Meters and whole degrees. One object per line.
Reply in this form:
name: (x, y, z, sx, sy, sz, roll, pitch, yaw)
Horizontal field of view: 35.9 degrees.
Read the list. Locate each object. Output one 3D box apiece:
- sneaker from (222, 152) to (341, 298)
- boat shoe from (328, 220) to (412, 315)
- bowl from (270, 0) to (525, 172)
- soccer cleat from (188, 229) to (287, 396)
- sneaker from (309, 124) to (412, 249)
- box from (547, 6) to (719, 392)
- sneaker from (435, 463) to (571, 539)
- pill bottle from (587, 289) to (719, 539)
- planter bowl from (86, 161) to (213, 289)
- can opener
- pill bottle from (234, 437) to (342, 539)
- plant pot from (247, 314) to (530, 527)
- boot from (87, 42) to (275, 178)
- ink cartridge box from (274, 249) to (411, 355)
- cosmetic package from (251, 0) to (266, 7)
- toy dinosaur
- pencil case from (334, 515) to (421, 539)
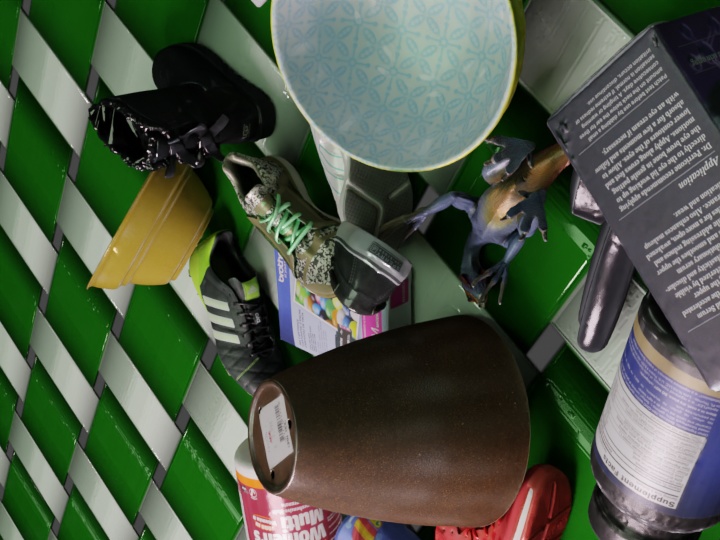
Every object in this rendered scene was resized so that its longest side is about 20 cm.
sneaker: (-0.075, -0.047, 1.064, 0.077, 0.088, 0.200, -52, 53, 12)
boat shoe: (0.000, 0.000, 0.909, 0.068, 0.057, 0.200, 33, 180, -2)
bowl: (0.043, -0.187, 0.832, 0.198, 0.108, 0.203, 14, 121, 24)
soccer cleat: (-0.130, 0.051, 1.227, 0.081, 0.067, 0.202, -42, 72, 48)
sneaker: (-0.005, -0.110, 1.015, 0.080, 0.070, 0.203, -140, 32, -69)
box: (0.236, -0.053, 0.685, 0.202, 0.147, 0.104, 59, 140, 9)
sneaker: (0.117, 0.236, 1.015, 0.115, 0.078, 0.202, 34, 129, 33)
pill bottle: (0.229, 0.113, 0.798, 0.111, 0.111, 0.202, 36, 132, 33)
planter bowl: (-0.219, -0.047, 1.234, 0.083, 0.202, 0.200, 30, 140, -11)
can opener: (0.190, -0.026, 0.825, 0.078, 0.064, 0.202, 15, 132, 15)
pill bottle: (-0.073, 0.283, 1.232, 0.109, 0.109, 0.203, 11, 115, 46)
plant pot: (0.011, 0.134, 0.952, 0.186, 0.198, 0.190, -2, 87, 59)
boot: (-0.199, -0.167, 1.127, 0.197, 0.161, 0.074, 34, 129, 34)
ink cartridge box: (-0.030, 0.032, 1.121, 0.199, 0.042, 0.121, 22, 123, 44)
cosmetic package: (-0.070, -0.308, 0.920, 0.102, 0.074, 0.200, 45, 158, -8)
toy dinosaur: (0.123, -0.037, 0.890, 0.106, 0.198, 0.182, 61, 178, 12)
pencil case: (0.058, 0.319, 1.120, 0.200, 0.078, 0.087, 40, 153, 30)
